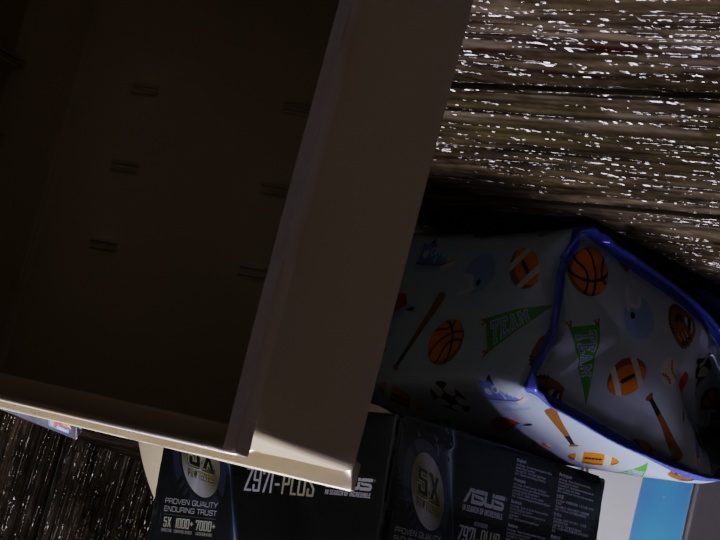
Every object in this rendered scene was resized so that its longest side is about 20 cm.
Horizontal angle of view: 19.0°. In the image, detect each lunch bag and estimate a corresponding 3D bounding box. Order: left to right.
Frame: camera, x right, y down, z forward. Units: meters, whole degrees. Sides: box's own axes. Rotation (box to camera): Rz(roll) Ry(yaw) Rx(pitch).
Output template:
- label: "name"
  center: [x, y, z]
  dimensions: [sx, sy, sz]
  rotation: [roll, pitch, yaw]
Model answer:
- label: "lunch bag"
  center: [0.118, 0.055, 1.230]
  dimensions: [0.199, 0.125, 0.169]
  rotation: [32, 161, -35]

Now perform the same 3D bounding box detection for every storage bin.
- label: "storage bin"
  center: [-0.076, -0.045, 0.753]
  dimensions: [0.197, 0.202, 0.094]
  rotation: [10, 171, 30]

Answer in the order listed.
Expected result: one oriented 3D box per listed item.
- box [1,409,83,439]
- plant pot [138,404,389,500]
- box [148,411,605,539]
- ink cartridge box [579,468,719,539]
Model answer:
- label: "box"
  center: [-0.268, 0.031, 1.596]
  dimensions: [0.199, 0.137, 0.038]
  rotation: [21, 139, 10]
- label: "plant pot"
  center: [-0.092, 0.089, 1.639]
  dimensions: [0.199, 0.200, 0.135]
  rotation: [6, 132, 45]
- label: "box"
  center: [0.011, 0.133, 1.187]
  dimensions: [0.163, 0.087, 0.199]
  rotation: [1, 167, 40]
- label: "ink cartridge box"
  center: [0.203, 0.167, 1.636]
  dimensions: [0.199, 0.147, 0.146]
  rotation: [7, 168, 39]
